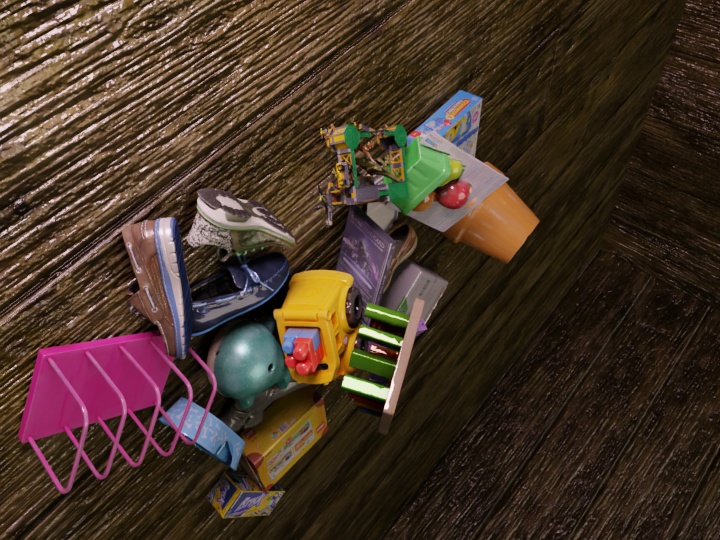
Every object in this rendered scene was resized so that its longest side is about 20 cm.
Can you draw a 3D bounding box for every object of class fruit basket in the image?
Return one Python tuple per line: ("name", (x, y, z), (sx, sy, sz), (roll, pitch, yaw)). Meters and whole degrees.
("fruit basket", (0.146, -0.162, 1.004), (0.198, 0.095, 0.185), (16, 141, -33))

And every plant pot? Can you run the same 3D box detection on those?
("plant pot", (0.314, -0.122, 1.274), (0.201, 0.183, 0.201), (-48, 168, -14))

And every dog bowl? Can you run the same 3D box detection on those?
("dog bowl", (-0.263, 0.279, 0.916), (0.050, 0.110, 0.201), (-58, 154, -26))

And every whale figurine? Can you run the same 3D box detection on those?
("whale figurine", (-0.166, 0.160, 0.912), (0.199, 0.102, 0.162), (32, 70, -54))

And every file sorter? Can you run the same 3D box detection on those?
("file sorter", (-0.312, 0.181, 0.712), (0.199, 0.125, 0.141), (-5, 125, -55))

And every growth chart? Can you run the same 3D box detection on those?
("growth chart", (0.050, -0.137, 1.076), (0.144, 0.018, 0.202), (-33, 143, -38))

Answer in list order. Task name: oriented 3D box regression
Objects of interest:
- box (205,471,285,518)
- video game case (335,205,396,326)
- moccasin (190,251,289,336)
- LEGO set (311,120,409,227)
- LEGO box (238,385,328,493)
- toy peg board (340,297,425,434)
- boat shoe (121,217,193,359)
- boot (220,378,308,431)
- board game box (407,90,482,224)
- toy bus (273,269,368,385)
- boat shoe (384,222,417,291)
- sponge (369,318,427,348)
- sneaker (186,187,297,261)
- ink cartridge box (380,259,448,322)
("box", (-0.251, 0.498, 1.189), (0.071, 0.064, 0.200), (-53, 150, -6))
("video game case", (0.000, 0.000, 1.006), (0.019, 0.143, 0.203), (-6, 126, -33))
("moccasin", (-0.188, 0.024, 0.805), (0.199, 0.080, 0.069), (-38, 142, -32))
("LEGO set", (-0.010, -0.170, 0.895), (0.199, 0.114, 0.157), (-28, 111, -47))
("LEGO box", (-0.168, 0.358, 1.164), (0.199, 0.077, 0.150), (-39, 147, -30))
("toy peg board", (0.035, 0.165, 0.957), (0.200, 0.096, 0.203), (91, 16, -65))
("boat shoe", (-0.263, 0.027, 0.696), (0.071, 0.072, 0.203), (-3, 115, -8))
("boot", (-0.183, 0.246, 1.059), (0.198, 0.068, 0.132), (2, 122, -49))
("board game box", (0.172, -0.234, 1.113), (0.196, 0.055, 0.202), (-46, 150, -30))
("toy bus", (-0.075, 0.128, 0.924), (0.193, 0.133, 0.203), (-63, 148, -58))
("boat shoe", (0.043, -0.022, 1.113), (0.201, 0.075, 0.074), (-53, 159, -13))
("sponge", (0.047, 0.158, 1.239), (0.197, 0.030, 0.112), (-7, 158, -32))
("sneaker", (-0.174, -0.053, 0.776), (0.089, 0.077, 0.199), (-50, 148, 15))
("ink cartridge box", (0.118, 0.057, 1.301), (0.147, 0.087, 0.199), (-59, 150, 7))
